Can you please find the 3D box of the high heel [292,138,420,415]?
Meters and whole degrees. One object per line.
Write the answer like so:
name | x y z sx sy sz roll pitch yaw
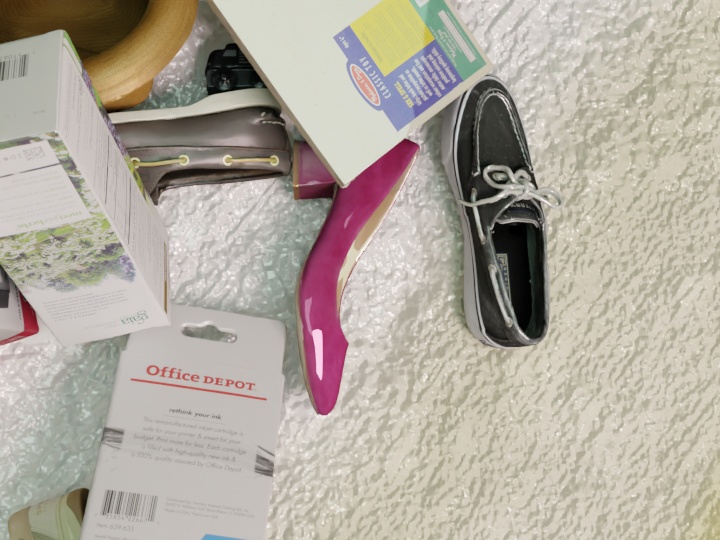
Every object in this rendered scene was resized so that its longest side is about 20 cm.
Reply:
high heel | 0.000 0.000 0.759 0.094 0.067 0.204 -1 74 -2

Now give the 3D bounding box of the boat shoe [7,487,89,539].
boat shoe | -0.188 0.254 0.710 0.064 0.072 0.204 -17 82 -1

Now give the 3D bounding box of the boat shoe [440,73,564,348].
boat shoe | 0.104 -0.046 0.762 0.072 0.068 0.204 1 86 -23

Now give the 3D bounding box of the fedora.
fedora | -0.200 -0.163 0.726 0.196 0.082 0.204 -3 59 4

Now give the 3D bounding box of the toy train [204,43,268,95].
toy train | -0.017 -0.150 0.786 0.196 0.034 0.047 -1 74 -7

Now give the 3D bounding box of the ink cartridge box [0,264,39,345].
ink cartridge box | -0.274 -0.024 0.658 0.084 0.200 0.151 -12 86 -7

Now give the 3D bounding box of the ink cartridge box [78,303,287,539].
ink cartridge box | -0.114 0.127 0.706 0.113 0.067 0.203 9 54 -6

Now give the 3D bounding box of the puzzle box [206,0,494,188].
puzzle box | -0.020 -0.174 0.697 0.132 0.025 0.201 -36 94 -9

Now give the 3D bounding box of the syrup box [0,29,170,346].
syrup box | -0.184 -0.042 0.657 0.077 0.201 0.083 -11 55 4

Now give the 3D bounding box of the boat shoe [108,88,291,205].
boat shoe | -0.146 -0.077 0.743 0.197 0.072 0.062 -14 82 -10
